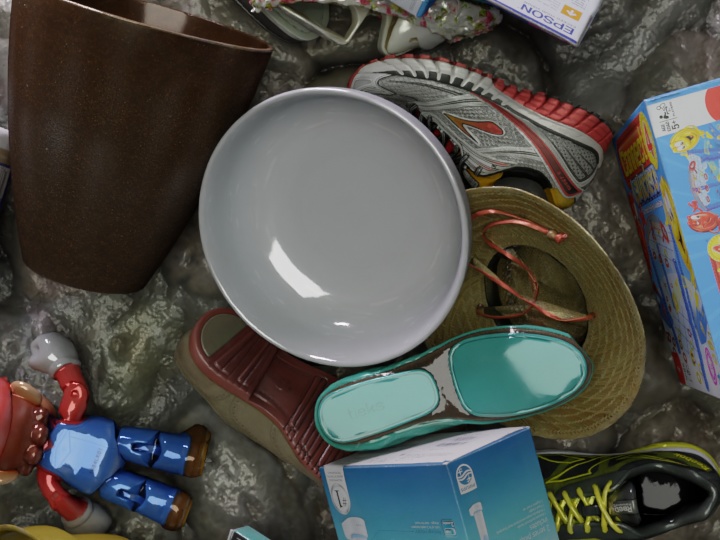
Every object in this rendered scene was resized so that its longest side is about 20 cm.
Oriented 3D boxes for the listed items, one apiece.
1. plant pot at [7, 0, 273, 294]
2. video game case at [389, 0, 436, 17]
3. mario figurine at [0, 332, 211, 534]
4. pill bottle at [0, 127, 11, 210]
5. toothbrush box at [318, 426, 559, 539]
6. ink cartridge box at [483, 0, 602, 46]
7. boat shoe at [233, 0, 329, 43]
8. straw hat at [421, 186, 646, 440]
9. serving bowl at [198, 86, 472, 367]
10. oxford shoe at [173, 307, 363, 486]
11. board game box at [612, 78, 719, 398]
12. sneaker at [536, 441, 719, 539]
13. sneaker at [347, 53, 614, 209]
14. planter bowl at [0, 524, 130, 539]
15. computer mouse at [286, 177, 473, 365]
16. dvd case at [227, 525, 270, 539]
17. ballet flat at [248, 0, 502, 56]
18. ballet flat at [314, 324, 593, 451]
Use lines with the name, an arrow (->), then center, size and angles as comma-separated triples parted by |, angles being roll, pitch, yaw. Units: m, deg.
plant pot -> -0.180, -0.092, 0.929 | 0.187, 0.187, 0.200 | 18, 104, 4
video game case -> -0.013, -0.269, 0.940 | 0.200, 0.143, 0.018 | 31, 133, 5
mario figurine -> -0.218, 0.128, 0.976 | 0.200, 0.106, 0.123 | 20, 53, -6
pill bottle -> -0.337, -0.023, 0.957 | 0.111, 0.111, 0.200 | 17, 89, 4
toothbrush box -> 0.067, 0.218, 0.891 | 0.085, 0.146, 0.200 | -15, 90, -38
ink cartridge box -> 0.085, -0.235, 0.910 | 0.196, 0.200, 0.043 | 28, 135, 4
boat shoe -> -0.101, -0.255, 0.974 | 0.201, 0.061, 0.072 | 53, 55, -11
straw hat -> 0.138, 0.016, 0.933 | 0.201, 0.085, 0.201 | 19, 126, 29
serving bowl -> -0.012, -0.035, 0.904 | 0.200, 0.066, 0.200 | 6, 109, 18
oxford shoe -> -0.056, 0.107, 0.966 | 0.200, 0.075, 0.070 | 45, 56, -9
board game box -> 0.235, -0.017, 0.875 | 0.056, 0.200, 0.196 | -16, 87, 5
sneaker -> 0.168, 0.164, 0.931 | 0.200, 0.085, 0.075 | -13, 87, 3
sneaker -> 0.083, -0.105, 0.948 | 0.200, 0.078, 0.082 | 20, 90, 4
planter bowl -> -0.185, 0.257, 0.931 | 0.083, 0.200, 0.200 | -27, 86, -38
computer mouse -> 0.000, 0.000, 0.966 | 0.200, 0.046, 0.140 | -5, 87, 3
dvd case -> -0.060, 0.301, 0.899 | 0.146, 0.022, 0.200 | 26, 105, 26
ballet flat -> 0.006, -0.195, 0.948 | 0.200, 0.076, 0.064 | 14, 96, -14
ballet flat -> 0.065, 0.081, 0.911 | 0.200, 0.070, 0.067 | -15, 87, 8
